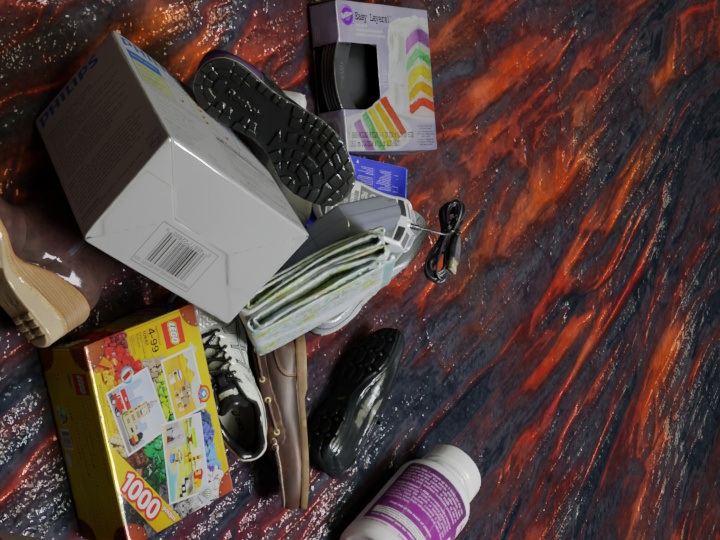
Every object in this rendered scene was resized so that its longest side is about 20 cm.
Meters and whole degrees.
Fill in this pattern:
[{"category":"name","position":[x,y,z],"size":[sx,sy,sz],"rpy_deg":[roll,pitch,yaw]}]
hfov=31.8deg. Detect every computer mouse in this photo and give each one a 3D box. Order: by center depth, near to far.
[{"category":"computer mouse","position":[0.029,-0.057,1.497],"size":[0.197,0.044,0.111],"rpy_deg":[17,67,-18]}]

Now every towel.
[{"category":"towel","position":[-0.046,0.022,1.322],"size":[0.169,0.200,0.049],"rpy_deg":[-28,81,-6]}]

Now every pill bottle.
[{"category":"pill bottle","position":[0.068,0.308,1.580],"size":[0.200,0.111,0.114],"rpy_deg":[-41,119,-42]}]

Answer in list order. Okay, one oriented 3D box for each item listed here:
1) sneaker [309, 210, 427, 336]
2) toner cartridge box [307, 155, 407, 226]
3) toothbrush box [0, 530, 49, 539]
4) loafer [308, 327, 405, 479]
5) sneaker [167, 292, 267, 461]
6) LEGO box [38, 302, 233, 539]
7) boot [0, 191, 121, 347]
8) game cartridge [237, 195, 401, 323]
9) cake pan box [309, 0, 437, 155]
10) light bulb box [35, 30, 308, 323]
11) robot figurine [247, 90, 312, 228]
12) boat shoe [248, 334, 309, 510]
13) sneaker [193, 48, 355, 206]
[{"category":"sneaker","position":[0.000,0.000,1.527],"size":[0.199,0.071,0.073],"rpy_deg":[-40,85,-24]},{"category":"toner cartridge box","position":[-0.020,-0.091,1.544],"size":[0.199,0.043,0.097],"rpy_deg":[8,84,-50]},{"category":"toothbrush box","position":[-0.264,0.329,1.153],"size":[0.201,0.144,0.087],"rpy_deg":[51,53,-35]},{"category":"loafer","position":[-0.001,0.159,1.542],"size":[0.202,0.067,0.071],"rpy_deg":[-59,138,-27]},{"category":"sneaker","position":[-0.142,0.108,1.336],"size":[0.075,0.088,0.202],"rpy_deg":[-25,109,-7]},{"category":"LEGO box","position":[-0.221,0.150,1.264],"size":[0.148,0.076,0.203],"rpy_deg":[-23,106,-48]},{"category":"boot","position":[-0.306,-0.046,1.197],"size":[0.202,0.071,0.167],"rpy_deg":[63,34,-26]},{"category":"game cartridge","position":[-0.057,-0.009,1.376],"size":[0.132,0.199,0.041],"rpy_deg":[-11,66,-56]},{"category":"cake pan box","position":[0.016,-0.240,1.589],"size":[0.199,0.052,0.188],"rpy_deg":[-5,90,-50]},{"category":"light bulb box","position":[-0.182,-0.089,1.209],"size":[0.125,0.201,0.198],"rpy_deg":[-45,134,10]},{"category":"robot figurine","position":[-0.105,-0.096,1.387],"size":[0.170,0.111,0.203],"rpy_deg":[70,28,-73]},{"category":"boat shoe","position":[-0.093,0.171,1.434],"size":[0.069,0.070,0.204],"rpy_deg":[-3,87,-11]},{"category":"sneaker","position":[-0.081,-0.153,1.283],"size":[0.200,0.076,0.088],"rpy_deg":[43,15,-19]}]
